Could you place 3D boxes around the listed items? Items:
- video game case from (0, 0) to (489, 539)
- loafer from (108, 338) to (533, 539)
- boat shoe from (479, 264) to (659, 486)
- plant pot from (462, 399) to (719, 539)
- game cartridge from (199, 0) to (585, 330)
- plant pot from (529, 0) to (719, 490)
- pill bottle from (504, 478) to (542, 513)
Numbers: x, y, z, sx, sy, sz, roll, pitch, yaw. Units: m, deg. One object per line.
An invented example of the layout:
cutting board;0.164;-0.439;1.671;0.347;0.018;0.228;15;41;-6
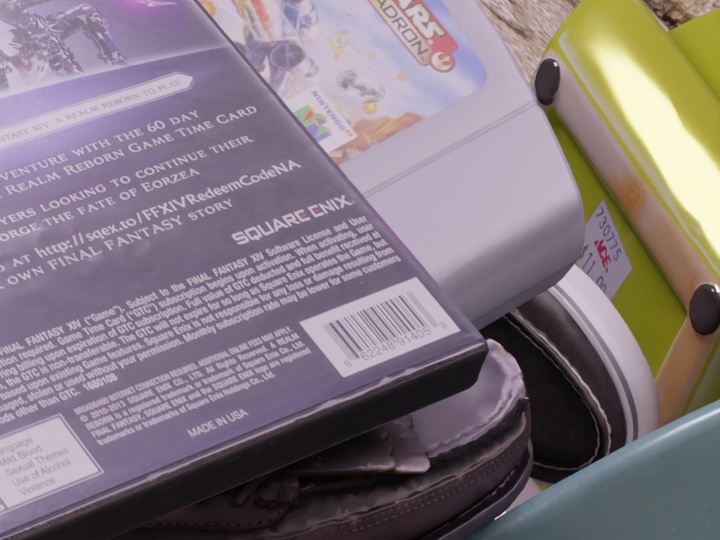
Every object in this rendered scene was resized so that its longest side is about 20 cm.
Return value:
video game case;-0.084;-0.027;0.632;0.142;0.019;0.200;-20;56;-34
loafer;-0.048;0.038;0.631;0.199;0.063;0.072;-9;38;-22
boat shoe;0.000;0.000;0.834;0.200;0.069;0.057;40;31;3
plant pot;0.062;0.121;0.668;0.141;0.200;0.141;50;15;13
game cartridge;-0.032;-0.060;0.793;0.200;0.133;0.042;52;-27;15
plant pot;0.137;0.026;0.941;0.180;0.200;0.200;3;38;-29
pill bottle;0.076;0.157;0.795;0.200;0.112;0.112;49;14;12
